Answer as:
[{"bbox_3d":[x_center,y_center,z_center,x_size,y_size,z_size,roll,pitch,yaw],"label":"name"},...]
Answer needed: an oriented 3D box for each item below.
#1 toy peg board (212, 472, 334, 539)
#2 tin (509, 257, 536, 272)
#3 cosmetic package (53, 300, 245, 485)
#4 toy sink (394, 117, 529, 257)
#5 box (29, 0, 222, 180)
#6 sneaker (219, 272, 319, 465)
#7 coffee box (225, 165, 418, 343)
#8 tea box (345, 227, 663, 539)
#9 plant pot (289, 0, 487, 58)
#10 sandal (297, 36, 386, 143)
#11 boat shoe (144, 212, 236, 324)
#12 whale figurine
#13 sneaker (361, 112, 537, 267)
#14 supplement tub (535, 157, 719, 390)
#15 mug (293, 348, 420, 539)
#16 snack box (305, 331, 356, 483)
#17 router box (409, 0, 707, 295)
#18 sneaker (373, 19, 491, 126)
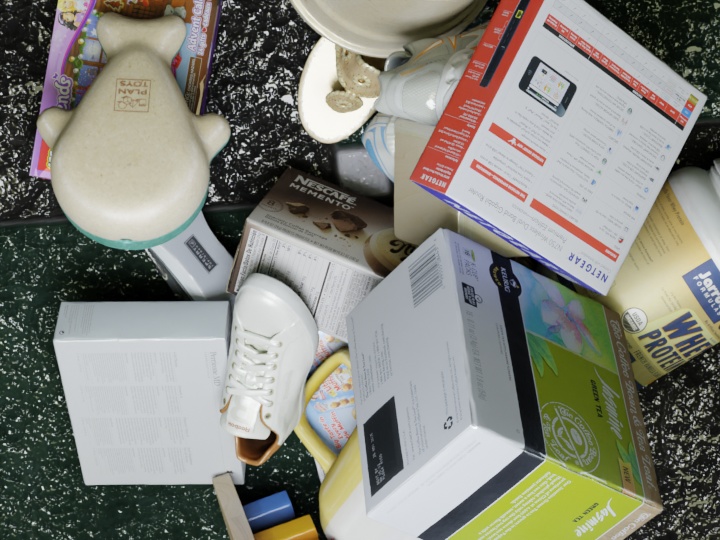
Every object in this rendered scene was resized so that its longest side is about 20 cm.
[{"bbox_3d":[-0.045,0.303,1.763,0.097,0.200,0.201,-18,124,-7],"label":"toy peg board"},{"bbox_3d":[0.170,0.070,1.713,0.042,0.112,0.200,-26,125,21],"label":"tin"},{"bbox_3d":[-0.183,0.112,1.749,0.149,0.052,0.201,1,136,4],"label":"cosmetic package"},{"bbox_3d":[0.142,-0.071,1.627,0.198,0.130,0.113,-5,101,-23],"label":"toy sink"},{"bbox_3d":[-0.196,-0.167,1.667,0.135,0.039,0.202,9,92,-1],"label":"box"},{"bbox_3d":[-0.082,0.092,1.666,0.072,0.085,0.201,17,139,17],"label":"sneaker"},{"bbox_3d":[0.000,0.000,1.682,0.198,0.113,0.080,23,123,8],"label":"coffee box"},{"bbox_3d":[0.108,0.109,1.525,0.196,0.201,0.134,25,130,-31],"label":"tea box"},{"bbox_3d":[0.040,-0.272,1.540,0.198,0.183,0.203,-1,93,-11],"label":"plant pot"},{"bbox_3d":[0.013,-0.191,1.662,0.077,0.070,0.212,36,107,-10],"label":"sandal"},{"bbox_3d":[-0.165,-0.026,1.734,0.201,0.069,0.056,56,146,-7],"label":"boat shoe"},{"bbox_3d":[-0.185,-0.112,1.614,0.157,0.104,0.202,1,68,-1],"label":"whale figurine"},{"bbox_3d":[0.084,-0.074,1.712,0.200,0.072,0.072,39,79,-23],"label":"sneaker"},{"bbox_3d":[0.266,0.001,1.680,0.199,0.145,0.145,-32,105,13],"label":"supplement tub"},{"bbox_3d":[0.034,0.176,1.753,0.149,0.187,0.153,17,122,-41],"label":"mug"},{"bbox_3d":[-0.016,0.130,1.802,0.071,0.024,0.202,-12,109,6],"label":"snack box"},{"bbox_3d":[0.155,-0.103,1.503,0.199,0.049,0.181,30,87,-39],"label":"router box"},{"bbox_3d":[0.071,-0.165,1.566,0.091,0.200,0.076,9,110,18],"label":"sneaker"}]
